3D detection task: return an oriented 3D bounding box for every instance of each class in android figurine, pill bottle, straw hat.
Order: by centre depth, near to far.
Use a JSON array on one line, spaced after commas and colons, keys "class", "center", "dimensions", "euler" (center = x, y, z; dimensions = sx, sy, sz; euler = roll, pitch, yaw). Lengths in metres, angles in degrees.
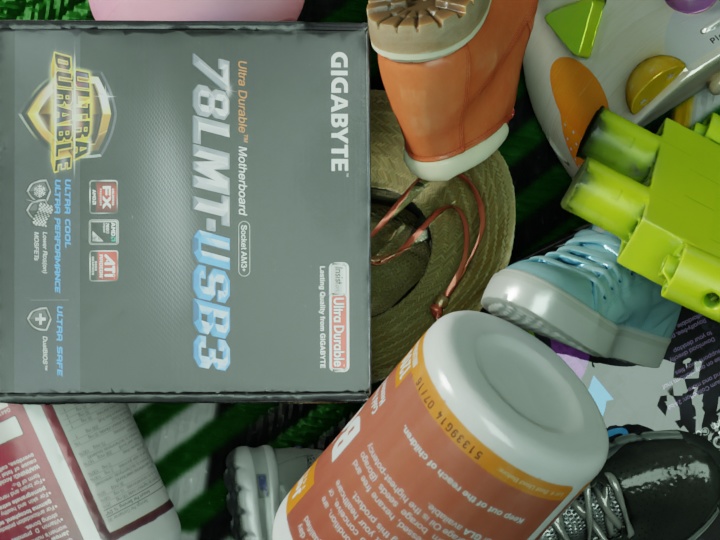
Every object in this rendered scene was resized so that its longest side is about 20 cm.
[{"class": "pill bottle", "center": [0.026, 0.125, 1.396], "dimensions": [0.112, 0.112, 0.200], "euler": [38, 116, -4]}, {"class": "android figurine", "center": [0.206, -0.018, 1.449], "dimensions": [0.200, 0.182, 0.041], "euler": [27, 121, -1]}, {"class": "pill bottle", "center": [-0.164, 0.122, 1.491], "dimensions": [0.109, 0.110, 0.200], "euler": [-24, 91, -6]}, {"class": "straw hat", "center": [0.000, 0.000, 1.518], "dimensions": [0.201, 0.085, 0.202], "euler": [-8, 63, 16]}]

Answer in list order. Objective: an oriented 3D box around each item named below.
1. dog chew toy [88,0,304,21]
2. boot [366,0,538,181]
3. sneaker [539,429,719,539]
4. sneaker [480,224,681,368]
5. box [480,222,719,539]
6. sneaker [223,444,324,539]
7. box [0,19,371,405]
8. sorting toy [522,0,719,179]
[{"class": "dog chew toy", "center": [-0.116, -0.203, 1.503], "dimensions": [0.124, 0.125, 0.200], "euler": [-32, 84, -6]}, {"class": "boot", "center": [0.060, -0.128, 1.476], "dimensions": [0.075, 0.200, 0.107], "euler": [2, 121, 25]}, {"class": "sneaker", "center": [0.103, 0.152, 1.484], "dimensions": [0.200, 0.115, 0.075], "euler": [-23, 93, 20]}, {"class": "sneaker", "center": [0.123, 0.001, 1.455], "dimensions": [0.074, 0.200, 0.082], "euler": [20, 92, 21]}, {"class": "box", "center": [0.148, 0.075, 1.564], "dimensions": [0.143, 0.036, 0.200], "euler": [-26, 93, -6]}, {"class": "sneaker", "center": [-0.020, 0.192, 1.523], "dimensions": [0.082, 0.075, 0.201], "euler": [-10, 92, -10]}, {"class": "box", "center": [-0.093, -0.029, 1.421], "dimensions": [0.198, 0.050, 0.201], "euler": [1, 86, -1]}, {"class": "sorting toy", "center": [0.161, -0.181, 1.556], "dimensions": [0.200, 0.107, 0.180], "euler": [-33, 73, -6]}]
